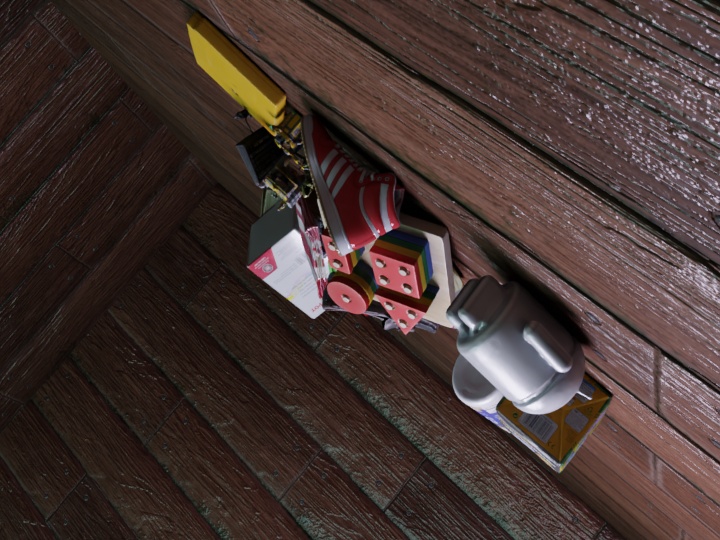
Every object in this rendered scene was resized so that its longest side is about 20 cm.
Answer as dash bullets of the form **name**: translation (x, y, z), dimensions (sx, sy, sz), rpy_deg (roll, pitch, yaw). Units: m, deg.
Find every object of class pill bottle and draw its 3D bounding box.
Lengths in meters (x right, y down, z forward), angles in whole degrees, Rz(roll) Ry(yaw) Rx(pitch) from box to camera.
- **pill bottle**: translation (0.254, 0.203, 1.440), dimensions (0.199, 0.121, 0.119), rpy_deg (36, 179, -37)

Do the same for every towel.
- **towel**: translation (-0.089, -0.054, 1.469), dimensions (0.202, 0.022, 0.146), rpy_deg (83, 169, -49)

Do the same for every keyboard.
- **keyboard**: translation (-0.167, -0.215, 1.415), dimensions (0.129, 0.020, 0.200), rpy_deg (63, -166, -13)

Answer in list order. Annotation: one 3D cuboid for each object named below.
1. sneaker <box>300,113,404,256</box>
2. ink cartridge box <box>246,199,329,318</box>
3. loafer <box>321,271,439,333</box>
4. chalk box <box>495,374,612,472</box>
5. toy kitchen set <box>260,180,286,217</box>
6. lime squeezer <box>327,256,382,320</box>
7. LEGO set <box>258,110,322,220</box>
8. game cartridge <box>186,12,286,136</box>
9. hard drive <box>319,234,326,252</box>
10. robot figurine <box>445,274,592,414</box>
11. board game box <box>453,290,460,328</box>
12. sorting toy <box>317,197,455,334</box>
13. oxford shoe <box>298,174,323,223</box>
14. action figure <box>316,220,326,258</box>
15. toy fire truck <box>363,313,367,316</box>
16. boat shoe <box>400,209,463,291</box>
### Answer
- **sneaker**: translation (-0.008, -0.130, 1.142), dimensions (0.071, 0.110, 0.204), rpy_deg (49, -159, -72)
- **ink cartridge box**: translation (-0.115, -0.034, 1.798), dimensions (0.199, 0.144, 0.146), rpy_deg (40, -152, -29)
- **loafer**: translation (0.032, 0.067, 1.377), dimensions (0.196, 0.064, 0.072), rpy_deg (22, 164, -1)
- **chalk box**: translation (0.287, 0.212, 1.291), dimensions (0.124, 0.125, 0.200), rpy_deg (39, 175, 19)
- **toy kitchen set**: translation (-0.137, -0.154, 1.925), dimensions (0.159, 0.183, 0.202), rpy_deg (6, -140, -9)
- **lime squeezer**: translation (-0.027, 0.028, 1.458), dimensions (0.070, 0.038, 0.201), rpy_deg (33, 167, 47)
- **LEGO set**: translation (-0.074, -0.126, 1.290), dimensions (0.199, 0.116, 0.154), rpy_deg (42, 175, -1)
- **game cartridge**: translation (-0.181, -0.290, 1.292), dimensions (0.176, 0.033, 0.200), rpy_deg (43, 172, -3)
- **hard drive**: translation (0.000, 0.000, 1.471), dimensions (0.134, 0.042, 0.200), rpy_deg (40, 171, 18)
- **robot figurine**: translation (0.197, 0.096, 1.066), dimensions (0.200, 0.113, 0.169), rpy_deg (43, 168, -8)
- **board game box**: translation (0.104, 0.021, 1.461), dimensions (0.147, 0.064, 0.200), rpy_deg (44, 175, -7)
- **sorting toy**: translation (0.030, 0.004, 1.220), dimensions (0.196, 0.070, 0.201), rpy_deg (19, 146, 25)
- **oxford shoe**: translation (-0.033, -0.110, 1.494), dimensions (0.198, 0.072, 0.072), rpy_deg (37, 154, 8)
- **action figure**: translation (-0.071, -0.091, 1.630), dimensions (0.200, 0.068, 0.133), rpy_deg (153, 105, -80)
- **toy fire truck**: translation (0.007, -0.022, 1.678), dimensions (0.170, 0.111, 0.200), rpy_deg (60, -178, 25)
- **boat shoe**: translation (0.088, -0.015, 1.269), dimensions (0.200, 0.065, 0.073), rpy_deg (47, 173, -39)
